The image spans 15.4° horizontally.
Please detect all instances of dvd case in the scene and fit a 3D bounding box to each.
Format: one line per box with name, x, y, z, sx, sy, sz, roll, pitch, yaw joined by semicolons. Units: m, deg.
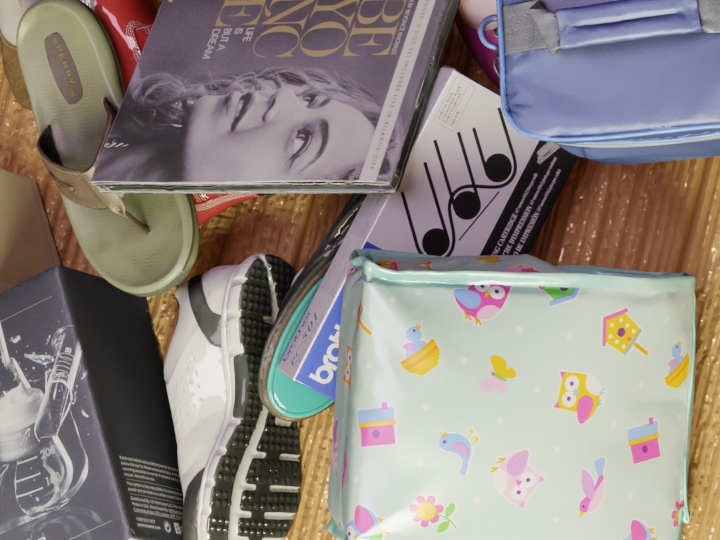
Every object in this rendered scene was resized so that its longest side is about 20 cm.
dvd case;-0.050;-0.108;1.558;0.199;0.016;0.149;1;56;27

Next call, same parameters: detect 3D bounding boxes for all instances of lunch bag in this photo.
lunch bag;0.161;-0.132;1.422;0.199;0.132;0.136;-5;83;20
lunch bag;0.088;0.076;1.468;0.199;0.122;0.171;3;92;-8

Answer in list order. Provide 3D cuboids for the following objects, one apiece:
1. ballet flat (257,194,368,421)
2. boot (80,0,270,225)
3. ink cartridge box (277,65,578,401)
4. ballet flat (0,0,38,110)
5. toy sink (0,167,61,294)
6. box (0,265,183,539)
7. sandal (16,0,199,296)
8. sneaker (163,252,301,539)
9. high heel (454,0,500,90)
ballet flat;0.000;0.000;1.583;0.200;0.068;0.068;-57;19;-3
boot;-0.100;-0.132;1.660;0.144;0.072;0.201;-20;80;24
ink cartridge box;0.041;-0.008;1.534;0.200;0.094;0.044;-62;17;-1
ballet flat;-0.196;-0.205;1.721;0.068;0.072;0.200;27;94;30
toy sink;-0.297;-0.009;1.666;0.130;0.200;0.112;-27;69;22
box;-0.216;0.124;1.652;0.200;0.104;0.183;-26;68;22
sandal;-0.167;-0.073;1.621;0.080;0.057;0.201;-31;79;21
sneaker;-0.082;0.091;1.614;0.080;0.074;0.201;-5;73;42
high heel;0.065;-0.192;1.563;0.067;0.096;0.201;-20;71;22
